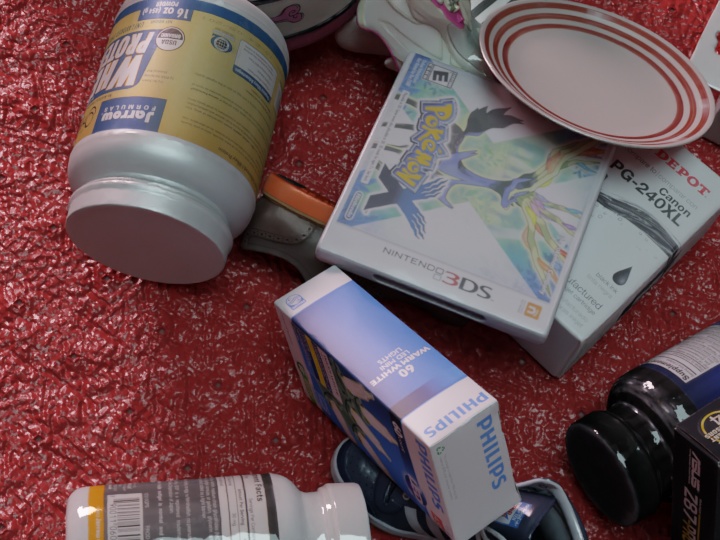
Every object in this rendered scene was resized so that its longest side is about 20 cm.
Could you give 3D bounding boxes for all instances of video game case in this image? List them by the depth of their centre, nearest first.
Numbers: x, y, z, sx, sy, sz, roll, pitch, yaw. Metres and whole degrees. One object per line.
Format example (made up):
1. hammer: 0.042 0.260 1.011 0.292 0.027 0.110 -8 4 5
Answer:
1. video game case: 0.086 -0.061 1.002 0.182 0.022 0.200 21 62 6

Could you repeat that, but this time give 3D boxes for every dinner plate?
1. dinner plate: 0.189 -0.155 1.053 0.200 0.024 0.200 12 40 -10

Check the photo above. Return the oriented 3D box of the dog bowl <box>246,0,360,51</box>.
1. dog bowl: -0.079 -0.263 1.107 0.200 0.074 0.200 -6 49 7

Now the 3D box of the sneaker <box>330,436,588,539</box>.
1. sneaker: 0.073 0.166 0.934 0.200 0.109 0.070 31 64 7

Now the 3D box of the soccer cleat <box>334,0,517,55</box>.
1. soccer cleat: 0.078 -0.207 1.137 0.200 0.069 0.085 -9 62 -17

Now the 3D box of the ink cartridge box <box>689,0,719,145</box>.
1. ink cartridge box: 0.382 -0.150 1.150 0.200 0.068 0.115 28 64 5

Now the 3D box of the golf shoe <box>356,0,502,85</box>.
1. golf shoe: 0.078 -0.174 1.091 0.200 0.091 0.075 50 35 -18

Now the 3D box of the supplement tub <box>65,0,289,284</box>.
1. supplement tub: -0.142 -0.105 1.013 0.144 0.145 0.200 12 63 -2

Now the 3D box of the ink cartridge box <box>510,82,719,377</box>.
1. ink cartridge box: 0.180 -0.037 1.059 0.145 0.083 0.200 43 67 14

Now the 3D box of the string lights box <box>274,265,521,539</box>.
1. string lights box: 0.024 0.089 0.917 0.059 0.103 0.200 -31 40 -18

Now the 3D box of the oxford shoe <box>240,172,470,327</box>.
1. oxford shoe: 0.000 0.000 1.039 0.200 0.071 0.073 30 95 1

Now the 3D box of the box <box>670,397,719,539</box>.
1. box: 0.293 0.150 0.927 0.161 0.200 0.049 -28 43 -21

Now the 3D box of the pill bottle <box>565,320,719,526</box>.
1. pill bottle: 0.259 0.109 0.986 0.200 0.112 0.112 -27 71 -19

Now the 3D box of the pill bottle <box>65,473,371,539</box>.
1. pill bottle: -0.097 0.199 0.892 0.200 0.116 0.117 -2 65 -10
